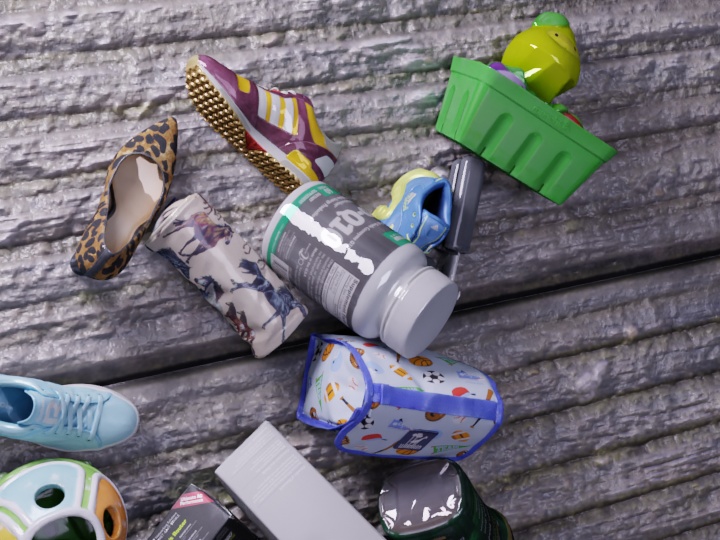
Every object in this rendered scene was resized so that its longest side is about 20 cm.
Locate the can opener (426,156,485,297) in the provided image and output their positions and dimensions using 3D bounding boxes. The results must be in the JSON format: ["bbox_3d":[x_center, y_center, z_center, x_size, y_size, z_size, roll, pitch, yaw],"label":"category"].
[{"bbox_3d":[0.101,-0.039,1.367,0.066,0.053,0.202,19,82,-20],"label":"can opener"}]

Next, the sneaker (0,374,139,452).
[{"bbox_3d":[-0.318,0.149,1.176,0.198,0.082,0.075,9,87,-22],"label":"sneaker"}]

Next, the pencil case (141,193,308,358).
[{"bbox_3d":[-0.144,0.009,1.252,0.200,0.089,0.078,47,47,-16],"label":"pencil case"}]

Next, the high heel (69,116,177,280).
[{"bbox_3d":[-0.227,-0.077,1.182,0.071,0.142,0.201,33,78,-19],"label":"high heel"}]

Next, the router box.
[{"bbox_3d":[-0.190,0.335,1.193,0.201,0.062,0.150,-51,151,-15],"label":"router box"}]

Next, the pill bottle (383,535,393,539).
[{"bbox_3d":[0.036,0.413,1.304,0.111,0.112,0.202,-27,99,-20],"label":"pill bottle"}]

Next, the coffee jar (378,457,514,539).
[{"bbox_3d":[0.103,0.290,1.298,0.200,0.103,0.086,50,27,-48],"label":"coffee jar"}]

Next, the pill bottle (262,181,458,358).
[{"bbox_3d":[0.000,0.000,1.242,0.199,0.113,0.113,35,74,22],"label":"pill bottle"}]

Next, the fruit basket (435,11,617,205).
[{"bbox_3d":[0.209,-0.210,1.374,0.213,0.156,0.218,-4,106,-13],"label":"fruit basket"}]

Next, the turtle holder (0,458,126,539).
[{"bbox_3d":[-0.321,0.259,1.139,0.183,0.131,0.143,10,86,-22],"label":"turtle holder"}]

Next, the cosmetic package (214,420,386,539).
[{"bbox_3d":[-0.054,0.267,1.219,0.199,0.107,0.090,39,72,22],"label":"cosmetic package"}]

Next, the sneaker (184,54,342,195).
[{"bbox_3d":[-0.106,-0.176,1.278,0.200,0.075,0.090,47,65,-22],"label":"sneaker"}]

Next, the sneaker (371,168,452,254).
[{"bbox_3d":[0.042,-0.031,1.314,0.075,0.105,0.202,30,78,-19],"label":"sneaker"}]

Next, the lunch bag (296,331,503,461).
[{"bbox_3d":[0.040,0.141,1.261,0.168,0.200,0.126,10,86,-23],"label":"lunch bag"}]
